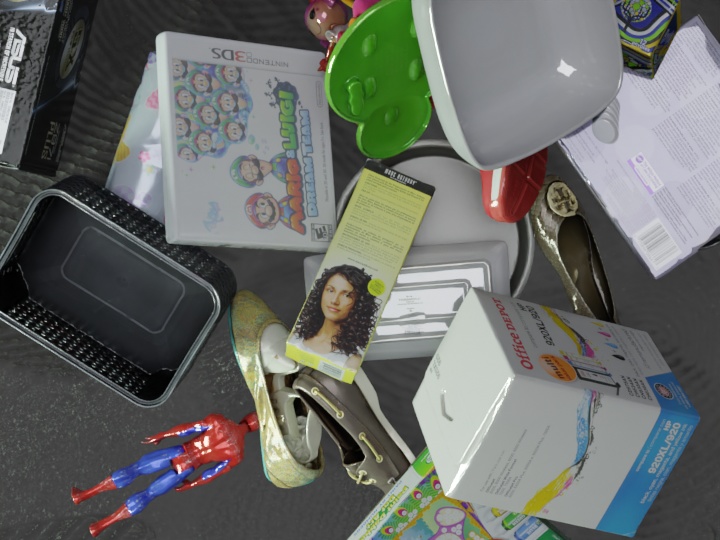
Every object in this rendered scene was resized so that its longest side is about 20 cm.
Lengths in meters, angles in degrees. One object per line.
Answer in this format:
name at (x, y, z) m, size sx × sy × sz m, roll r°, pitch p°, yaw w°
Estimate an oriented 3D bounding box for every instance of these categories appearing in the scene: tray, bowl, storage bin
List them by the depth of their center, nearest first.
bowl at (0.133, -0.210, 1.587) m, size 0.199 × 0.075 × 0.201 m, roll -29°, pitch 116°, yaw -25°
storage bin at (-0.231, 0.017, 1.646) m, size 0.199 × 0.094 × 0.136 m, roll 32°, pitch 102°, yaw -2°
tray at (0.047, 0.032, 1.708) m, size 0.199 × 0.022 × 0.108 m, roll -4°, pitch 91°, yaw 2°

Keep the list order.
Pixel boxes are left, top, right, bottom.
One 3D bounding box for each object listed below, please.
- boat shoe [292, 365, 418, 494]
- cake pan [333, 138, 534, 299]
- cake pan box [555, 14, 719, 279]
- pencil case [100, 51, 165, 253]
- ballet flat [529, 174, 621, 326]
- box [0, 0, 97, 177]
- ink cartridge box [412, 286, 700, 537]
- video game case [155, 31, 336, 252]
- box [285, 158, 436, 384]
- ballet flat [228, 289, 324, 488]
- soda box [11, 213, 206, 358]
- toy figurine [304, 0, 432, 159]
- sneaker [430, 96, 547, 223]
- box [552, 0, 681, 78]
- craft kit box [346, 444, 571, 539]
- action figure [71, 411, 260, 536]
boat shoe at (0.005, 0.168, 1.704) m, size 0.059 × 0.072 × 0.200 m, roll -38°, pitch 110°, yaw -21°
cake pan at (0.071, -0.028, 1.736) m, size 0.199 × 0.037 × 0.201 m, roll 0°, pitch 91°, yaw 2°
cake pan box at (0.308, -0.116, 1.719) m, size 0.184 × 0.052 × 0.200 m, roll -37°, pitch 89°, yaw 4°
pencil case at (-0.192, -0.112, 1.723) m, size 0.090 × 0.083 × 0.201 m, roll 17°, pitch 92°, yaw -13°
ballet flat at (0.216, 0.001, 1.715) m, size 0.067 × 0.046 × 0.201 m, roll -19°, pitch 93°, yaw -32°
box at (-0.324, -0.197, 1.686) m, size 0.086 × 0.164 × 0.201 m, roll 14°, pitch 91°, yaw 2°
ink cartridge box at (0.175, 0.130, 1.628) m, size 0.199 × 0.147 × 0.145 m, roll 14°, pitch 118°, yaw -22°
video game case at (-0.106, -0.120, 1.681) m, size 0.181 × 0.024 × 0.201 m, roll 3°, pitch 78°, yaw -35°
box at (0.000, 0.000, 1.665) m, size 0.075 × 0.050 × 0.201 m, roll 22°, pitch 71°, yaw 1°
ballet flat at (-0.075, 0.113, 1.726) m, size 0.070 × 0.071 × 0.201 m, roll -12°, pitch 94°, yaw 2°
soda box at (-0.246, 0.012, 1.731) m, size 0.199 × 0.071 × 0.064 m, roll 27°, pitch 95°, yaw 1°
toy figurine at (-0.010, -0.236, 1.686) m, size 0.150 × 0.200 × 0.184 m, roll -24°, pitch 53°, yaw -18°
sneaker at (0.115, -0.133, 1.697) m, size 0.115 × 0.078 × 0.201 m, roll -5°, pitch 60°, yaw 31°
box at (0.203, -0.260, 1.686) m, size 0.199 × 0.070 × 0.065 m, roll 26°, pitch 84°, yaw 16°
craft kit box at (0.085, 0.291, 1.705) m, size 0.200 × 0.049 × 0.198 m, roll 39°, pitch 95°, yaw -21°
action figure at (-0.185, 0.191, 1.745) m, size 0.199 × 0.052 × 0.066 m, roll -27°, pitch 95°, yaw -2°
